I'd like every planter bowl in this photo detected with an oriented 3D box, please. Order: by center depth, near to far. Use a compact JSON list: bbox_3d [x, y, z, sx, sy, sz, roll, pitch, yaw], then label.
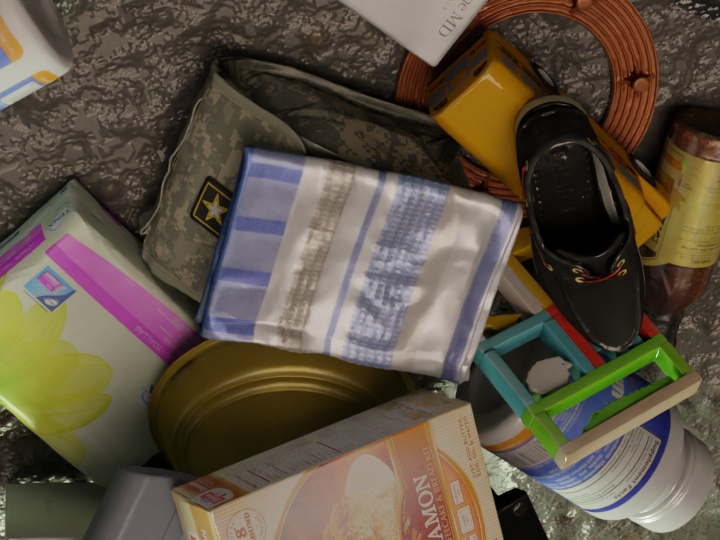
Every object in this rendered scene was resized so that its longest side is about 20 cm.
[{"bbox_3d":[-0.053,0.135,1.252,0.198,0.084,0.201,-3,135,-3],"label":"planter bowl"}]

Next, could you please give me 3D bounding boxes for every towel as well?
[{"bbox_3d":[0.000,0.000,1.170,0.198,0.024,0.148,11,117,-15],"label":"towel"}]

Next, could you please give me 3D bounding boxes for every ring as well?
[{"bbox_3d":[0.123,-0.124,1.268,0.199,0.019,0.202,-5,120,-9],"label":"ring"}]

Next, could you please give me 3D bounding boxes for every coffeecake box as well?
[{"bbox_3d":[-0.008,0.188,1.170,0.199,0.073,0.155,-20,103,-24],"label":"coffeecake box"}]

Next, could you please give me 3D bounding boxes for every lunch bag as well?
[{"bbox_3d":[-0.044,-0.044,1.223,0.198,0.118,0.165,17,123,-15],"label":"lunch bag"}]

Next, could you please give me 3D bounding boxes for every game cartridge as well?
[{"bbox_3d":[-0.098,0.217,1.188,0.199,0.040,0.134,29,78,-25],"label":"game cartridge"}]

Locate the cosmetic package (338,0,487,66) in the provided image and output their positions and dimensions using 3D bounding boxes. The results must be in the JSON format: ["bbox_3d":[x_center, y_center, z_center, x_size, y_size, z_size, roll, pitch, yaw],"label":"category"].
[{"bbox_3d":[-0.001,-0.234,1.146,0.199,0.074,0.102,31,111,-24],"label":"cosmetic package"}]

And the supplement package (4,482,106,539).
[{"bbox_3d":[-0.186,0.229,1.291,0.154,0.200,0.112,1,94,-12],"label":"supplement package"}]

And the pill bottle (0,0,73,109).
[{"bbox_3d":[-0.296,-0.132,1.122,0.199,0.112,0.112,-27,122,6],"label":"pill bottle"}]

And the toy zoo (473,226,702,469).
[{"bbox_3d":[0.137,0.038,1.276,0.131,0.200,0.021,-25,151,-25],"label":"toy zoo"}]

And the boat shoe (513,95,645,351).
[{"bbox_3d":[0.151,-0.020,1.190,0.073,0.063,0.202,-17,123,7],"label":"boat shoe"}]

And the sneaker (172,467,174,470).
[{"bbox_3d":[-0.064,0.103,1.329,0.200,0.080,0.074,-37,122,13],"label":"sneaker"}]

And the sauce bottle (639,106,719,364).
[{"bbox_3d":[0.242,-0.022,1.325,0.065,0.066,0.201,4,117,-14],"label":"sauce bottle"}]

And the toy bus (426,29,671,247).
[{"bbox_3d":[0.137,-0.081,1.233,0.200,0.079,0.065,40,112,-23],"label":"toy bus"}]

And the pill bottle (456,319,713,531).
[{"bbox_3d":[0.180,0.125,1.364,0.199,0.112,0.112,32,110,-27],"label":"pill bottle"}]

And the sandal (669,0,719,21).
[{"bbox_3d":[0.197,-0.240,1.204,0.199,0.048,0.076,26,114,-10],"label":"sandal"}]

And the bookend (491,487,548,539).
[{"bbox_3d":[0.019,0.205,1.358,0.198,0.200,0.093,-31,122,-7],"label":"bookend"}]

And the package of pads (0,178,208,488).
[{"bbox_3d":[-0.198,0.054,1.277,0.154,0.068,0.200,-39,120,11],"label":"package of pads"}]
